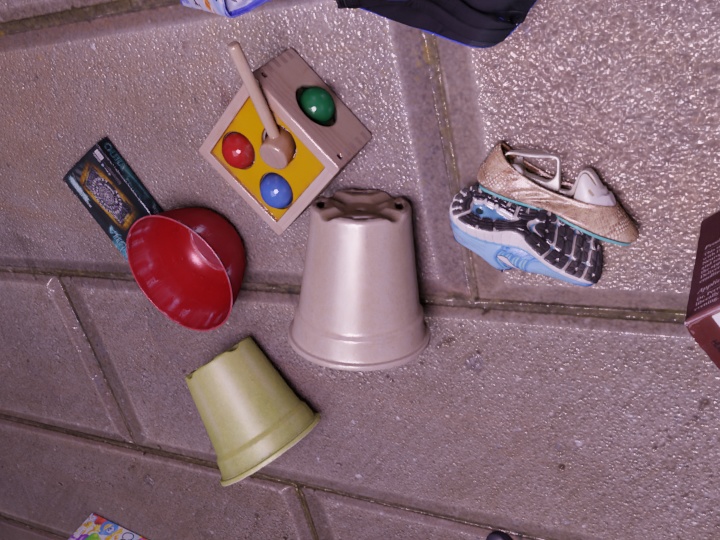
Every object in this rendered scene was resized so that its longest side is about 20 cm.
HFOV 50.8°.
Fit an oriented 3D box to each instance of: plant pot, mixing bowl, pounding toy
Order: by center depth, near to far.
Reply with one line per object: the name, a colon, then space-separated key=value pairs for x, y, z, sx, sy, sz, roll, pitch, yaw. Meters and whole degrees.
pounding toy: x=-0.105 y=-0.175 z=0.958 sx=0.184 sy=0.143 sz=0.200 roll=45 pitch=133 yaw=-5
plant pot: x=0.000 y=0.000 z=1.001 sx=0.196 sy=0.200 sz=0.188 roll=12 pitch=115 yaw=24
mixing bowl: x=-0.253 y=-0.019 z=1.180 sx=0.196 sy=0.109 sz=0.204 roll=16 pitch=127 yaw=22
plant pot: x=-0.196 y=0.223 z=1.275 sx=0.199 sy=0.199 sz=0.186 roll=-32 pitch=91 yaw=41

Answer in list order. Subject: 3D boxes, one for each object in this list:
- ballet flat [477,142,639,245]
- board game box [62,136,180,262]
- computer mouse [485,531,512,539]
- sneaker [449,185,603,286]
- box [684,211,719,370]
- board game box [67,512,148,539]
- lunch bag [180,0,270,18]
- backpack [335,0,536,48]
ballet flat: x=0.229 y=-0.093 z=0.863 sx=0.196 sy=0.071 sz=0.066 roll=22 pitch=119 yaw=13
board game box: x=-0.398 y=-0.106 z=1.265 sx=0.134 sy=0.028 sz=0.202 roll=-24 pitch=107 yaw=41
computer mouse: x=0.263 y=0.524 z=1.287 sx=0.058 sy=0.034 sz=0.202 roll=-16 pitch=112 yaw=37
sneaker: x=0.201 y=-0.034 z=0.929 sx=0.197 sy=0.079 sz=0.090 roll=25 pitch=155 yaw=11
box: x=0.434 y=0.022 z=0.721 sx=0.165 sy=0.200 sz=0.165 roll=47 pitch=133 yaw=-7
board game box: x=-0.631 y=0.722 z=1.929 sx=0.196 sy=0.105 sz=0.105 roll=15 pitch=128 yaw=21
lunch bag: x=-0.151 y=-0.389 z=0.796 sx=0.169 sy=0.122 sz=0.203 roll=31 pitch=145 yaw=52
backpack: x=0.087 y=-0.328 z=0.724 sx=0.196 sy=0.171 sz=0.163 roll=16 pitch=141 yaw=-21
